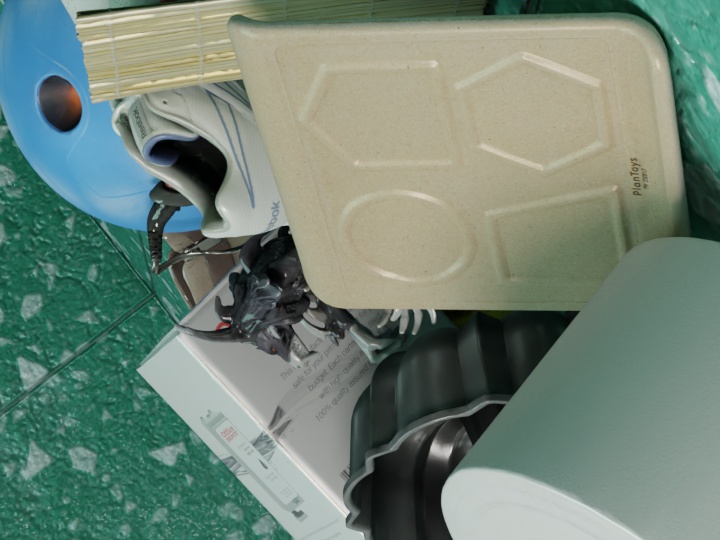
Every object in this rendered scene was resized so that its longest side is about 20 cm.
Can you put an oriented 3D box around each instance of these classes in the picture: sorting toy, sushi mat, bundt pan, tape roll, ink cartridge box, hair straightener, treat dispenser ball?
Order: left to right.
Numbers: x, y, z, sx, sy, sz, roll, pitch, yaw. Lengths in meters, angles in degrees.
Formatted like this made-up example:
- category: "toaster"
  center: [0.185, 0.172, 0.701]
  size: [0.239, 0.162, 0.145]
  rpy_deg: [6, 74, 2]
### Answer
- category: "treat dispenser ball"
  center: [-0.115, -0.123, 1.326]
  size: [0.201, 0.201, 0.201]
  rpy_deg: [50, 170, 12]
- category: "hair straightener"
  center: [-0.049, -0.065, 1.222]
  size: [0.077, 0.200, 0.041]
  rpy_deg: [33, -156, -14]
- category: "sushi mat"
  center: [-0.035, -0.113, 1.080]
  size: [0.096, 0.199, 0.012]
  rpy_deg: [90, 173, -70]
- category: "ink cartridge box"
  center: [-0.012, 0.074, 1.356]
  size: [0.200, 0.147, 0.083]
  rpy_deg: [47, 149, -3]
- category: "sorting toy"
  center: [0.051, -0.049, 1.022]
  size: [0.199, 0.037, 0.186]
  rpy_deg: [4, 139, 18]
- category: "bundt pan"
  center: [0.083, 0.087, 1.244]
  size: [0.202, 0.201, 0.076]
  rpy_deg: [67, -169, -56]
- category: "tape roll"
  center: [0.153, 0.104, 0.967]
  size: [0.202, 0.139, 0.203]
  rpy_deg: [35, 159, 16]

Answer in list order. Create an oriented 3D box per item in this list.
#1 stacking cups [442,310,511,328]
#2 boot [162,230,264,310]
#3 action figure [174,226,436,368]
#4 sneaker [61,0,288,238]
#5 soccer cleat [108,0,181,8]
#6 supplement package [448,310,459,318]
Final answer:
- category: "stacking cups"
  center: [0.107, 0.083, 1.447]
  size: [0.060, 0.060, 0.200]
  rpy_deg: [37, 162, 55]
- category: "boot"
  center: [-0.063, -0.015, 1.625]
  size: [0.200, 0.146, 0.070]
  rpy_deg: [57, 167, -25]
- category: "action figure"
  center: [0.000, 0.000, 1.240]
  size: [0.102, 0.200, 0.119]
  rpy_deg: [53, 170, -2]
- category: "sneaker"
  center: [-0.096, -0.098, 1.159]
  size: [0.200, 0.087, 0.075]
  rpy_deg: [47, 129, 16]
- category: "soccer cleat"
  center: [-0.111, -0.195, 1.145]
  size: [0.077, 0.201, 0.069]
  rpy_deg: [5, 154, 7]
- category: "supplement package"
  center: [0.068, 0.100, 1.524]
  size: [0.200, 0.114, 0.109]
  rpy_deg: [56, 166, -28]
